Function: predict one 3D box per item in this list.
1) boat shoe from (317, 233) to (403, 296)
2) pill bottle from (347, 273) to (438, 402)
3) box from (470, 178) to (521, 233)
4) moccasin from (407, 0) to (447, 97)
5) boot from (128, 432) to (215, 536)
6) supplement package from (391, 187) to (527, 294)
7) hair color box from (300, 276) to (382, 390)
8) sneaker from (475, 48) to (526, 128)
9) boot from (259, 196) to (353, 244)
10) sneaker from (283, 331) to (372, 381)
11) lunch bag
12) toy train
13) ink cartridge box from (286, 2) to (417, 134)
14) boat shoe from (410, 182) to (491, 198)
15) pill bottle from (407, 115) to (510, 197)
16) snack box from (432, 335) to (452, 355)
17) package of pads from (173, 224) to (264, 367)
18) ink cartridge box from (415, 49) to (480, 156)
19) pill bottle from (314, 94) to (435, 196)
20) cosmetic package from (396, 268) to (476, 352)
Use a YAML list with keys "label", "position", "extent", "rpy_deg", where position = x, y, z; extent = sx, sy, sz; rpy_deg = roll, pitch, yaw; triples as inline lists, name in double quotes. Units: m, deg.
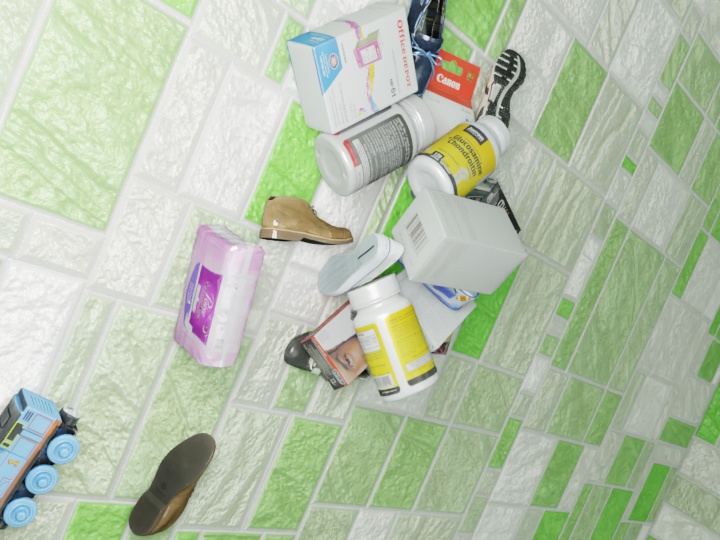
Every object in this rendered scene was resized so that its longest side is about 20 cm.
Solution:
- label: "boat shoe"
  position: [0.000, 0.000, 1.290]
  extent: [0.066, 0.199, 0.075]
  rpy_deg: [14, 64, -34]
- label: "pill bottle"
  position: [0.054, 0.117, 1.286]
  extent: [0.113, 0.114, 0.204]
  rpy_deg: [-21, 91, -32]
- label: "box"
  position: [0.246, -0.074, 1.560]
  extent: [0.201, 0.049, 0.158]
  rpy_deg: [-48, 132, -13]
- label: "moccasin"
  position: [0.108, -0.408, 1.279]
  extent: [0.079, 0.068, 0.205]
  rpy_deg: [-2, 107, -26]
- label: "boot"
  position: [-0.315, 0.371, 1.265]
  extent: [0.201, 0.073, 0.076]
  rpy_deg: [-52, 151, -5]
- label: "supplement package"
  position: [0.174, -0.048, 1.282]
  extent: [0.197, 0.119, 0.118]
  rpy_deg: [10, 134, -33]
- label: "hair color box"
  position: [-0.004, 0.115, 1.359]
  extent: [0.199, 0.064, 0.112]
  rpy_deg: [-40, 96, -34]
- label: "sneaker"
  position: [0.271, -0.352, 1.461]
  extent: [0.073, 0.080, 0.204]
  rpy_deg: [26, 75, -14]
- label: "boot"
  position: [-0.085, -0.083, 1.253]
  extent: [0.197, 0.073, 0.077]
  rpy_deg: [7, 85, -46]
- label: "sneaker"
  position: [-0.053, 0.171, 1.382]
  extent: [0.197, 0.088, 0.076]
  rpy_deg: [14, 100, -42]
- label: "lunch bag"
  position: [0.152, -0.030, 1.399]
  extent: [0.199, 0.075, 0.162]
  rpy_deg: [39, 48, -15]
- label: "toy train"
  position: [-0.494, 0.276, 1.051]
  extent: [0.114, 0.086, 0.202]
  rpy_deg: [37, 85, -34]
- label: "ink cartridge box"
  position: [-0.008, -0.338, 1.205]
  extent: [0.198, 0.084, 0.147]
  rpy_deg: [-33, 127, -28]
- label: "boat shoe"
  position: [0.179, -0.165, 1.458]
  extent: [0.197, 0.073, 0.063]
  rpy_deg: [3, 121, -38]
- label: "pill bottle"
  position: [0.187, -0.205, 1.346]
  extent: [0.199, 0.111, 0.114]
  rpy_deg: [-39, 129, -27]
- label: "snack box"
  position: [0.123, 0.098, 1.524]
  extent: [0.197, 0.053, 0.145]
  rpy_deg: [11, 100, -42]
- label: "package of pads"
  position: [-0.225, 0.039, 1.152]
  extent: [0.075, 0.120, 0.204]
  rpy_deg: [7, 103, -41]
- label: "ink cartridge box"
  position: [0.165, -0.307, 1.393]
  extent: [0.160, 0.057, 0.204]
  rpy_deg: [8, 107, -42]
- label: "pill bottle"
  position: [0.027, -0.221, 1.259]
  extent: [0.198, 0.113, 0.116]
  rpy_deg: [-30, 126, -24]
- label: "cosmetic package"
  position: [0.132, 0.056, 1.413]
  extent: [0.152, 0.051, 0.199]
  rpy_deg: [56, 37, 0]
